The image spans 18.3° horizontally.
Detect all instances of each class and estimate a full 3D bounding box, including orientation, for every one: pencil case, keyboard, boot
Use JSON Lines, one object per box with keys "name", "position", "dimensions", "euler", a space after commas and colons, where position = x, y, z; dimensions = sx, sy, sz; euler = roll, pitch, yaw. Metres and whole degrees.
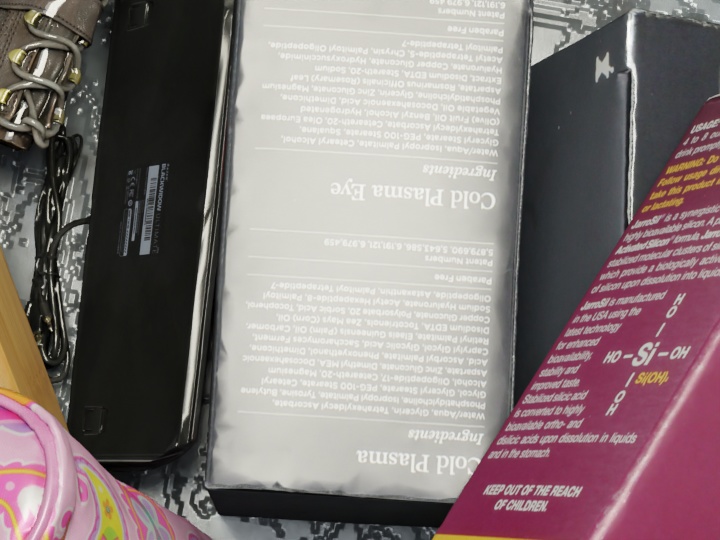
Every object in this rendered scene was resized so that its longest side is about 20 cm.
{"name": "pencil case", "position": [-0.107, 0.109, 0.812], "dimensions": [0.087, 0.200, 0.088], "euler": [-7, 66, 15]}
{"name": "keyboard", "position": [-0.093, -0.020, 0.885], "dimensions": [0.021, 0.127, 0.200], "euler": [15, 76, -42]}
{"name": "boot", "position": [-0.101, -0.126, 0.866], "dimensions": [0.069, 0.200, 0.174], "euler": [26, 74, -27]}

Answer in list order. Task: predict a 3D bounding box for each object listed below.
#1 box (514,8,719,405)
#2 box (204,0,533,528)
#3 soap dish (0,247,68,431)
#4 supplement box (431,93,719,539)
{"name": "box", "position": [0.160, 0.022, 0.839], "dimensions": [0.200, 0.117, 0.197], "euler": [7, 80, -20]}
{"name": "box", "position": [0.000, 0.000, 0.826], "dimensions": [0.104, 0.200, 0.182], "euler": [3, 81, -2]}
{"name": "soap dish", "position": [-0.223, 0.028, 0.822], "dimensions": [0.200, 0.081, 0.158], "euler": [-21, 93, -15]}
{"name": "supplement box", "position": [0.132, 0.054, 0.703], "dimensions": [0.131, 0.103, 0.200], "euler": [38, 72, -17]}
